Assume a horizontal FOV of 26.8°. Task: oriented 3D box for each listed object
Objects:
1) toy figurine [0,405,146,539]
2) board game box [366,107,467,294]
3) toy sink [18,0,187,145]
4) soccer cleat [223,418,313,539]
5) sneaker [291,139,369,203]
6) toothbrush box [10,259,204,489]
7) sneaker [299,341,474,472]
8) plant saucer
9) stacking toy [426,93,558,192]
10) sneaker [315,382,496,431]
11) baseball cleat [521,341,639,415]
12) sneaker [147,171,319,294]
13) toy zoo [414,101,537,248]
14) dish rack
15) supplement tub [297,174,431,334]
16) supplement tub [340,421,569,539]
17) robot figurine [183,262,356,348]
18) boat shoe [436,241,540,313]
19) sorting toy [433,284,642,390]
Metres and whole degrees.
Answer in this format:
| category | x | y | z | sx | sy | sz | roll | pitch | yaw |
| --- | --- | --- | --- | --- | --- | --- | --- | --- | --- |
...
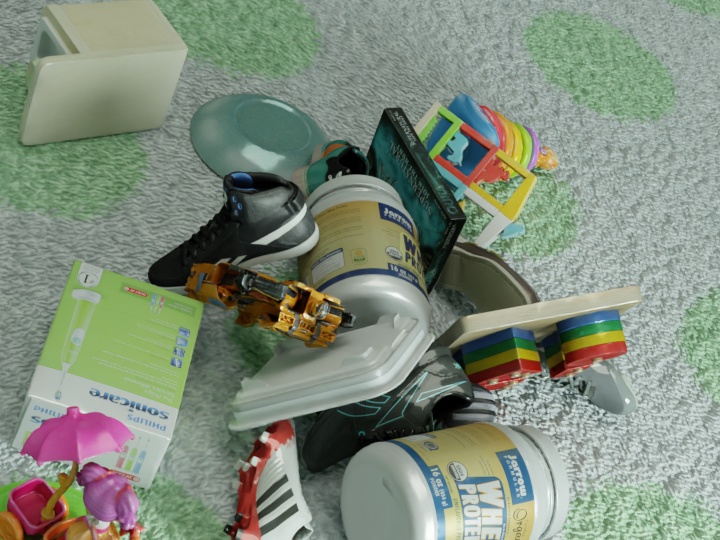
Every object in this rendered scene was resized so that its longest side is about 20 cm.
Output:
| category | x | y | z | sx | sy | sz | roll | pitch | yaw |
| --- | --- | --- | --- | --- | --- | --- | --- | --- | --- |
| toy figurine | -0.247 | 0.212 | 1.335 | 0.200 | 0.184 | 0.150 | 44 | 43 | 20 |
| board game box | 0.059 | -0.085 | 1.861 | 0.028 | 0.135 | 0.200 | -5 | 48 | -28 |
| toy sink | -0.333 | -0.245 | 1.832 | 0.200 | 0.130 | 0.112 | -13 | 53 | -36 |
| soccer cleat | -0.083 | 0.229 | 1.503 | 0.085 | 0.069 | 0.200 | 31 | 37 | -16 |
| sneaker | -0.020 | -0.122 | 1.866 | 0.080 | 0.071 | 0.200 | -14 | 15 | 17 |
| toothbrush box | -0.253 | 0.102 | 1.529 | 0.145 | 0.086 | 0.200 | 19 | 39 | -10 |
| sneaker | 0.027 | 0.154 | 1.568 | 0.200 | 0.075 | 0.079 | -35 | 63 | -11 |
| plant saucer | -0.117 | -0.173 | 1.938 | 0.201 | 0.039 | 0.201 | 15 | 40 | -13 |
| stacking toy | 0.202 | -0.164 | 2.066 | 0.200 | 0.110 | 0.116 | 6 | 40 | -39 |
| sneaker | 0.048 | 0.162 | 1.655 | 0.200 | 0.088 | 0.075 | 5 | 67 | 7 |
| baseball cleat | 0.230 | 0.121 | 1.795 | 0.200 | 0.070 | 0.106 | 39 | 55 | 22 |
| sneaker | -0.155 | -0.051 | 1.666 | 0.200 | 0.112 | 0.073 | -19 | 39 | 2 |
| toy zoo | 0.134 | -0.109 | 1.948 | 0.200 | 0.131 | 0.020 | 38 | -1 | 15 |
| dish rack | -0.034 | 0.098 | 1.562 | 0.044 | 0.200 | 0.172 | 70 | 24 | -12 |
| supplement tub | 0.000 | 0.000 | 1.729 | 0.144 | 0.145 | 0.200 | 11 | 42 | -18 |
| supplement tub | 0.097 | 0.231 | 1.527 | 0.200 | 0.145 | 0.145 | -7 | 50 | -33 |
| robot figurine | -0.095 | 0.036 | 1.586 | 0.145 | 0.058 | 0.200 | 24 | -7 | -35 |
| boat shoe | 0.155 | 0.011 | 1.819 | 0.059 | 0.072 | 0.200 | -7 | 22 | -34 |
| sorting toy | 0.194 | 0.084 | 1.670 | 0.200 | 0.199 | 0.070 | -10 | 79 | -10 |
